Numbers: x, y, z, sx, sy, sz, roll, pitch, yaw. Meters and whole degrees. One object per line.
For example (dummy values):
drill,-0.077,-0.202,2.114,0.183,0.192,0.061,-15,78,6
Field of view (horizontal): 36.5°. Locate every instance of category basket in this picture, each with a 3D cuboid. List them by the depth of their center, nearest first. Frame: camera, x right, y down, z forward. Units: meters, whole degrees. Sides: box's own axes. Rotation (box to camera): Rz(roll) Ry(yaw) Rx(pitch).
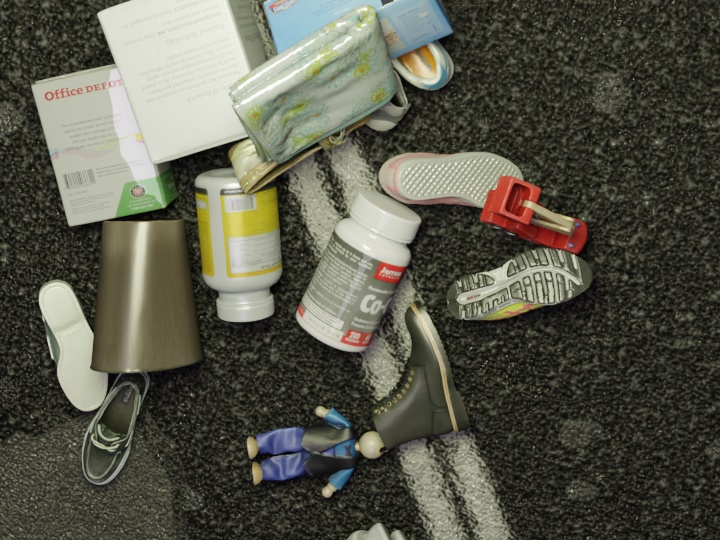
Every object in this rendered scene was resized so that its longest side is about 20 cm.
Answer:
basket,-0.298,0.029,1.519,0.135,0.180,0.202,3,95,32

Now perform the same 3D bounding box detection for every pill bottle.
pill bottle,0.000,0.000,1.496,0.113,0.114,0.201,25,106,-1
pill bottle,-0.166,-0.037,1.504,0.111,0.112,0.201,-1,104,6

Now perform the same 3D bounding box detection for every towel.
towel,-0.052,-0.212,1.294,0.199,0.171,0.048,-32,71,-2

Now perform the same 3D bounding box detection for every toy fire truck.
toy fire truck,0.230,-0.067,1.411,0.199,0.141,0.049,21,87,-26

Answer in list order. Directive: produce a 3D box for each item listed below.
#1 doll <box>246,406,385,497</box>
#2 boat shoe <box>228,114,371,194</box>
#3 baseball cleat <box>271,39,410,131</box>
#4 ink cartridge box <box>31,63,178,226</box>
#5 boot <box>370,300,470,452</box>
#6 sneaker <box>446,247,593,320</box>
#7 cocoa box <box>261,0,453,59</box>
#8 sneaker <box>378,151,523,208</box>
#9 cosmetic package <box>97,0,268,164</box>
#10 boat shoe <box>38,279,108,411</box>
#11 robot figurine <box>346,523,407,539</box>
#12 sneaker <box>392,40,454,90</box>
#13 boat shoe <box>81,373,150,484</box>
doll,-0.061,0.270,1.604,0.199,0.048,0.137,-9,96,1
boat shoe,-0.071,-0.164,1.412,0.200,0.073,0.063,-22,79,2
baseball cleat,-0.020,-0.267,1.438,0.199,0.106,0.070,32,60,-10
ink cartridge box,-0.348,-0.178,1.499,0.144,0.088,0.201,-10,105,8
boot,0.062,0.157,1.540,0.138,0.077,0.201,-20,101,1
sneaker,0.222,0.023,1.496,0.199,0.090,0.079,-12,75,18
cocoa box,-0.008,-0.331,1.337,0.199,0.133,0.132,-21,72,13
sneaker,0.117,-0.125,1.483,0.199,0.105,0.076,0,97,-25
cosmetic package,-0.212,-0.266,1.422,0.165,0.167,0.201,-17,103,8
boat shoe,-0.421,0.107,1.597,0.072,0.062,0.201,-19,106,-15
robot figurine,-0.006,0.468,1.615,0.169,0.113,0.200,30,107,-32
sneaker,0.043,-0.318,1.428,0.200,0.081,0.077,43,105,0
boat shoe,-0.372,0.234,1.613,0.072,0.071,0.201,21,105,0
